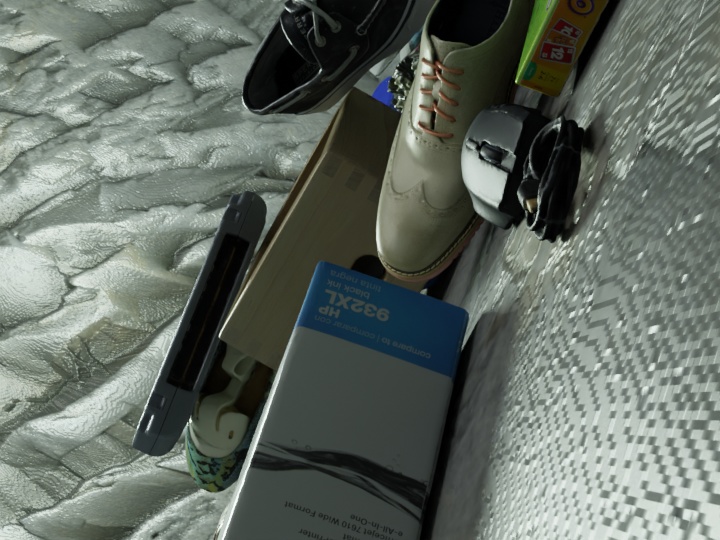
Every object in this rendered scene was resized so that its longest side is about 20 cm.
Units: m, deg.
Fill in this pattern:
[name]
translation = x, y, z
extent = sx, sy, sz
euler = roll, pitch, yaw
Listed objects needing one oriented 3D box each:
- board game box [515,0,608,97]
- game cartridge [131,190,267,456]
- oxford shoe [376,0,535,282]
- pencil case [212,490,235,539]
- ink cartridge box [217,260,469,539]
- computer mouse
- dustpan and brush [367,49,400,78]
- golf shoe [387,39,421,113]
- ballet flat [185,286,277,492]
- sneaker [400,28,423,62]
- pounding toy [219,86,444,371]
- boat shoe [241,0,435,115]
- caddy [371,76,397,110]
[board game box]
translation = 0.115, -0.181, 0.555
extent = 0.096, 0.030, 0.201
euler = 112, 174, -49
[game cartridge]
translation = -0.127, 0.046, 0.913
extent = 0.133, 0.041, 0.201
euler = 119, 171, -71
[oxford shoe]
translation = 0.046, -0.093, 0.620
extent = 0.074, 0.070, 0.201
euler = 19, -91, -60
[pencil case]
translation = -0.061, 0.196, 0.939
extent = 0.078, 0.090, 0.200
euler = -33, 8, 13
[ink cartridge box]
translation = -0.022, 0.122, 0.552
extent = 0.145, 0.083, 0.201
euler = 112, 177, -48
[computer mouse]
translation = 0.065, -0.046, 0.507
extent = 0.200, 0.034, 0.059
euler = -86, 16, -81
[dustpan and brush]
translation = 0.041, -0.221, 0.834
extent = 0.140, 0.057, 0.200
euler = -51, 4, -2
[golf shoe]
translation = 0.084, -0.168, 0.847
extent = 0.088, 0.077, 0.200
euler = -57, 2, -27
[ballet flat]
translation = -0.104, 0.090, 0.941
extent = 0.074, 0.074, 0.201
euler = -89, 20, -84
[sneaker]
translation = 0.088, -0.231, 0.966
extent = 0.082, 0.073, 0.201
euler = 107, -175, -51
[pounding toy]
translation = 0.000, 0.000, 0.838
extent = 0.201, 0.142, 0.184
euler = -58, 7, 23
[boat shoe]
translation = -0.020, -0.166, 0.772
extent = 0.068, 0.072, 0.200
euler = -18, -12, -38
[caddy]
translation = 0.023, -0.075, 1.040
extent = 0.141, 0.105, 0.201
euler = -34, 28, 44
